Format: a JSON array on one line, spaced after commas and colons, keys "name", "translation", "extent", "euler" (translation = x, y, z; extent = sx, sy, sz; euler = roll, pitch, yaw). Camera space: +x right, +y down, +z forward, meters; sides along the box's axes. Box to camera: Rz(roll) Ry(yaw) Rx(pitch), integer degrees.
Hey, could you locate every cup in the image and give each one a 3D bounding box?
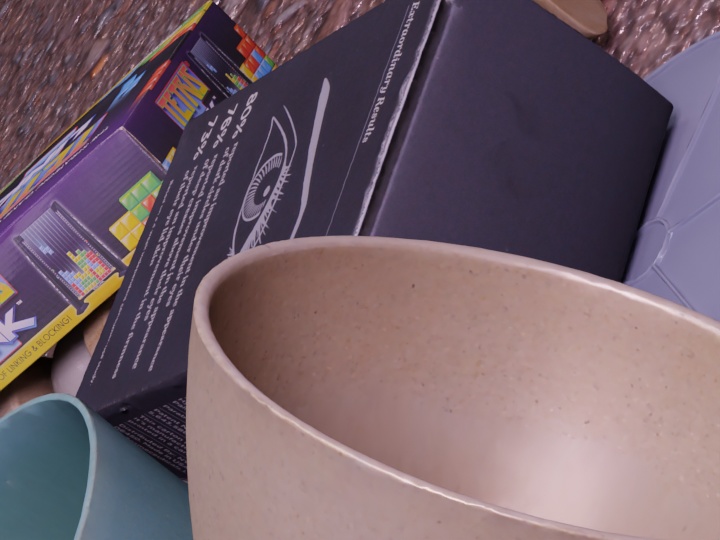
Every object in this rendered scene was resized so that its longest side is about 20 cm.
[{"name": "cup", "translation": [0.035, 0.093, 0.730], "extent": [0.200, 0.200, 0.143], "euler": [-115, 37, -65]}]

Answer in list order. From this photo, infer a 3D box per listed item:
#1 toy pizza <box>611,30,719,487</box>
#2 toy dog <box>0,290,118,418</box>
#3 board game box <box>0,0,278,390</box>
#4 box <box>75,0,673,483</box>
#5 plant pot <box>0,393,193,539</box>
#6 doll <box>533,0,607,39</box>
[{"name": "toy pizza", "translation": [0.108, 0.001, 0.880], "extent": [0.200, 0.032, 0.200], "euler": [-45, 25, 28]}, {"name": "toy dog", "translation": [-0.083, 0.028, 1.200], "extent": [0.200, 0.096, 0.132], "euler": [-52, 14, -32]}, {"name": "board game box", "translation": [-0.137, -0.020, 1.170], "extent": [0.200, 0.057, 0.165], "euler": [-40, 11, 24]}, {"name": "box", "translation": [0.000, 0.000, 0.925], "extent": [0.200, 0.104, 0.148], "euler": [-23, 41, 55]}, {"name": "plant pot", "translation": [-0.087, 0.169, 0.875], "extent": [0.201, 0.161, 0.201], "euler": [-45, 24, 26]}, {"name": "doll", "translation": [0.025, -0.041, 1.087], "extent": [0.200, 0.048, 0.137], "euler": [-41, 35, 34]}]
